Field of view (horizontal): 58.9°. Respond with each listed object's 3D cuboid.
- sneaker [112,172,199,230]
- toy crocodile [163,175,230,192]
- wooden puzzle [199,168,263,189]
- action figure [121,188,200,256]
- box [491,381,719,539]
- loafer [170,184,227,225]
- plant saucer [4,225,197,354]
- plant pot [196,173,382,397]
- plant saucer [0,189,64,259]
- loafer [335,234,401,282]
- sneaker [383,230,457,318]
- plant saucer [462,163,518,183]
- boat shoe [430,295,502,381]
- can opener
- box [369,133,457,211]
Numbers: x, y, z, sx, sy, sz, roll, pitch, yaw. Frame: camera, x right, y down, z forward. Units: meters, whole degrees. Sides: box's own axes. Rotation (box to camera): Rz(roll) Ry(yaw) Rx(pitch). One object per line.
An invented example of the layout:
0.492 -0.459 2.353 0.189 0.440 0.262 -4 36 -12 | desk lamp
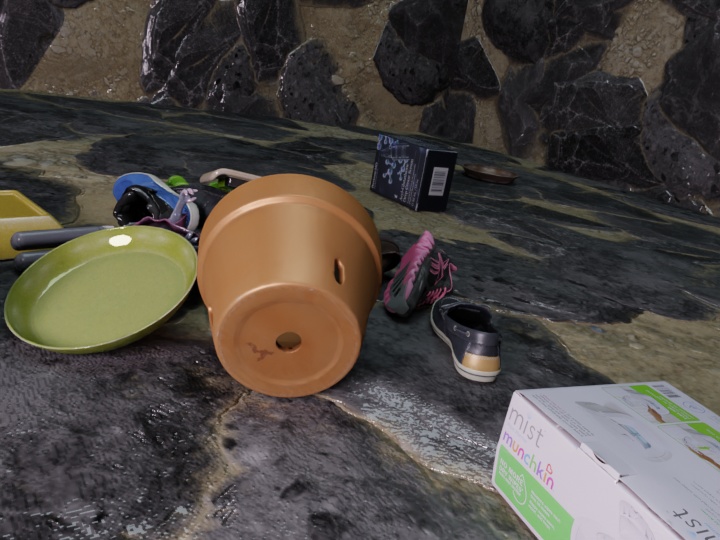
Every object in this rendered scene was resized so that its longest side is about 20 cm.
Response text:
-0.368 -0.114 1.046 0.198 0.078 0.111 28 15 28 | sneaker
-0.299 -0.135 1.190 0.197 0.063 0.067 4 18 -32 | toy crocodile
-0.175 -0.147 1.122 0.196 0.038 0.185 5 4 -21 | wooden puzzle
-0.224 -0.015 0.848 0.133 0.150 0.200 38 2 4 | action figure
0.228 0.173 0.476 0.173 0.099 0.200 1 20 -24 | box
-0.245 -0.105 1.099 0.197 0.069 0.070 14 10 -2 | loafer
-0.268 0.022 0.678 0.196 0.032 0.202 -2 38 2 | plant saucer
-0.069 0.027 0.634 0.196 0.203 0.141 6 34 -11 | plant pot
-0.521 -0.068 0.875 0.198 0.049 0.198 25 24 38 | plant saucer
0.000 0.000 0.946 0.198 0.073 0.072 -12 61 -51 | loafer
0.097 0.018 0.926 0.095 0.079 0.200 42 32 -5 | sneaker
0.452 -0.338 2.238 0.196 0.033 0.201 10 17 -3 | plant saucer
0.134 0.068 0.800 0.073 0.064 0.200 6 17 -5 | boat shoe
-0.365 -0.029 0.861 0.066 0.054 0.198 -21 -8 41 | can opener
0.130 -0.248 1.603 0.106 0.151 0.199 -3 22 -36 | box
